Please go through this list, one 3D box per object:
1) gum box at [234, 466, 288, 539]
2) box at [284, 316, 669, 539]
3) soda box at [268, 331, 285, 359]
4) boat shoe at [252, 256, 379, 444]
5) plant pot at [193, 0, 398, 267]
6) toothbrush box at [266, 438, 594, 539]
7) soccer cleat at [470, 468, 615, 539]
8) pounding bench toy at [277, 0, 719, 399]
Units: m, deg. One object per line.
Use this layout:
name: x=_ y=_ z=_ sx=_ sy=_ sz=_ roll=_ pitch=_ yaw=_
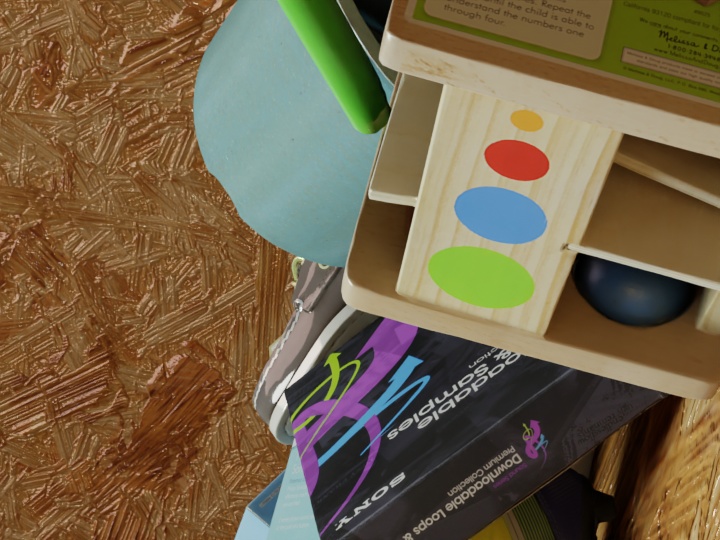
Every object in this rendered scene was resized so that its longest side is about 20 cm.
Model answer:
gum box: x=-0.019 y=0.152 z=1.048 sx=0.170 sy=0.045 sz=0.200 roll=-41 pitch=-18 yaw=-38
box: x=0.040 y=0.047 z=0.732 sx=0.143 sy=0.036 sz=0.200 roll=-37 pitch=16 yaw=2
soda box: x=0.028 y=0.027 z=1.080 sx=0.200 sy=0.064 sz=0.068 roll=-42 pitch=37 yaw=33
boat shoe: x=0.000 y=0.000 z=0.977 sx=0.200 sy=0.059 sz=0.072 roll=-56 pitch=-26 yaw=1
plant pot: x=0.026 y=-0.102 z=0.831 sx=0.196 sy=0.200 sz=0.201 roll=-36 pitch=34 yaw=57
toothbrush box: x=0.022 y=0.142 z=0.864 sx=0.146 sy=0.085 sz=0.201 roll=-17 pitch=53 yaw=54
soccer cleat: x=0.044 y=0.149 z=0.674 sx=0.200 sy=0.083 sz=0.065 roll=-73 pitch=-4 yaw=-47
pounding bench toy: x=0.036 y=-0.064 z=0.551 sx=0.156 sy=0.199 sz=0.125 roll=103 pitch=-178 yaw=-59
